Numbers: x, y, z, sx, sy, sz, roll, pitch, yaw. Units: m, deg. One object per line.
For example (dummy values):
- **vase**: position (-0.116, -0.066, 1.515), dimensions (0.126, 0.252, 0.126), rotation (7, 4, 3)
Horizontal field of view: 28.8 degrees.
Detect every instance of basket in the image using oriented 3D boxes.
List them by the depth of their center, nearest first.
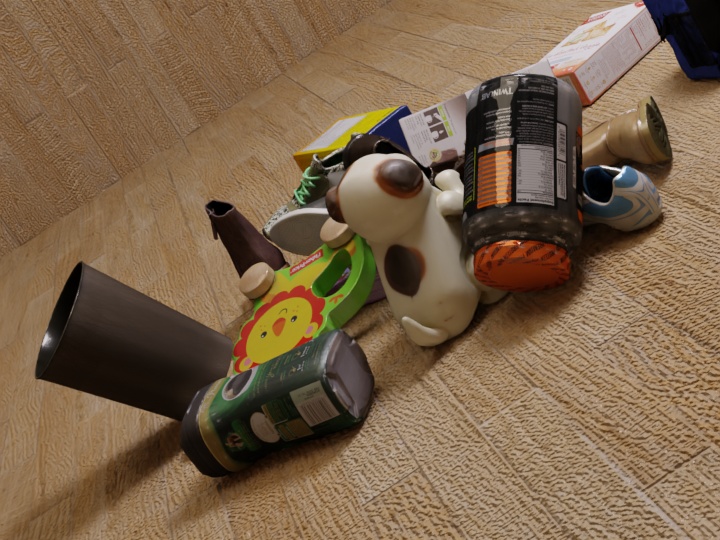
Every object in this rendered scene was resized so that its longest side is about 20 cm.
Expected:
- **basket**: position (-0.262, 0.095, 1.645), dimensions (0.136, 0.199, 0.180), rotation (-61, 17, 17)

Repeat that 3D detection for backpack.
- **backpack**: position (0.414, -0.351, 1.705), dimensions (0.162, 0.200, 0.168), rotation (-38, 18, -16)

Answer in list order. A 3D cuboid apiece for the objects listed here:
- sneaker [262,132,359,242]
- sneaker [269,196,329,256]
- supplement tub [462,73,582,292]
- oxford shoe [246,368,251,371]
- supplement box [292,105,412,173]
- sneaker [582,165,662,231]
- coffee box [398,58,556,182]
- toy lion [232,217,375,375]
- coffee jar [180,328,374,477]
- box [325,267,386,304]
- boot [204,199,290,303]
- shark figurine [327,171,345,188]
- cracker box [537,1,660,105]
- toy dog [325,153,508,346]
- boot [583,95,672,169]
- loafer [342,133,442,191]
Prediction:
- **sneaker**: position (-0.057, -0.117, 1.873), dimensions (0.200, 0.089, 0.077), rotation (-37, 40, -2)
- **sneaker**: position (-0.022, -0.083, 1.829), dimensions (0.199, 0.071, 0.099), rotation (-17, 30, 27)
- **supplement tub**: position (0.165, -0.088, 1.426), dimensions (0.122, 0.122, 0.201), rotation (-17, 62, 43)
- **oxford shoe**: position (-0.123, 0.141, 1.559), dimensions (0.199, 0.058, 0.075), rotation (-26, 22, 30)
- **supplement box**: position (0.008, -0.163, 2.081), dimensions (0.109, 0.110, 0.200), rotation (-40, 19, -24)
- **sneaker**: position (0.241, -0.079, 1.486), dimensions (0.072, 0.073, 0.200), rotation (-41, 17, -22)
- **coffee box**: position (0.160, -0.173, 1.750), dimensions (0.199, 0.080, 0.113), rotation (-22, -20, 5)
- **toy lion**: position (-0.067, 0.049, 1.647), dimensions (0.199, 0.069, 0.192), rotation (-32, 36, 18)
- **coffee jar**: position (-0.089, 0.140, 1.446), dimensions (0.199, 0.086, 0.104), rotation (-24, 22, 26)
- **box**: position (0.000, 0.000, 1.758), dimensions (0.199, 0.039, 0.137), rotation (-21, 21, 34)
- **boot**: position (-0.152, -0.031, 1.899), dimensions (0.072, 0.167, 0.200), rotation (-38, 18, -10)
- **shark figurine**: position (0.065, -0.091, 1.655), dimensions (0.213, 0.090, 0.128), rotation (12, 21, -1)
- **cracker box**: position (0.325, -0.300, 1.975), dimensions (0.200, 0.058, 0.134), rotation (-41, 19, -27)
- **toy dog**: position (0.048, -0.032, 1.477), dimensions (0.139, 0.200, 0.194), rotation (-17, 23, 44)
- **boot**: position (0.253, -0.119, 1.599), dimensions (0.199, 0.066, 0.175), rotation (-27, 5, 18)
- **loafer**: position (0.066, -0.080, 1.591), dimensions (0.073, 0.200, 0.071), rotation (-56, 15, -13)
